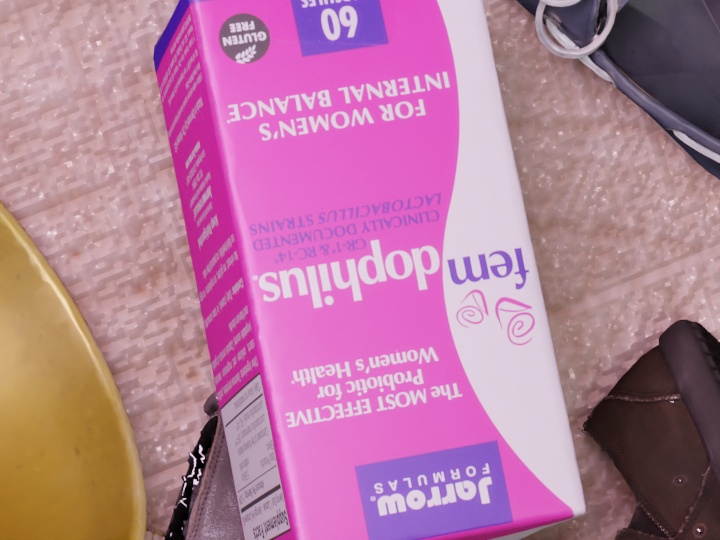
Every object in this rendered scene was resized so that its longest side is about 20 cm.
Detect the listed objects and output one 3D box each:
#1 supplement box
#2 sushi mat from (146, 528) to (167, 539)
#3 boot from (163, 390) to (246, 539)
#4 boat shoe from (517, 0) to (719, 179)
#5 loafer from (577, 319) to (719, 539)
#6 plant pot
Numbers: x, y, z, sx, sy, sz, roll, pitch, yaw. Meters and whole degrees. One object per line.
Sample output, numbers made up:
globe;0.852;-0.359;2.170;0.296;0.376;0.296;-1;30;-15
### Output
supplement box;0.000;0.000;0.972;0.101;0.103;0.200;-10;83;-13
sushi mat;-0.085;0.180;0.996;0.096;0.012;0.200;17;58;-20
boot;-0.005;0.156;1.019;0.174;0.069;0.200;20;56;-19
boat shoe;0.095;-0.103;1.029;0.075;0.062;0.200;-42;106;-2
loafer;0.133;0.111;1.026;0.071;0.200;0.073;-34;132;18
plant pot;-0.188;0.056;0.936;0.142;0.200;0.200;-32;107;19
